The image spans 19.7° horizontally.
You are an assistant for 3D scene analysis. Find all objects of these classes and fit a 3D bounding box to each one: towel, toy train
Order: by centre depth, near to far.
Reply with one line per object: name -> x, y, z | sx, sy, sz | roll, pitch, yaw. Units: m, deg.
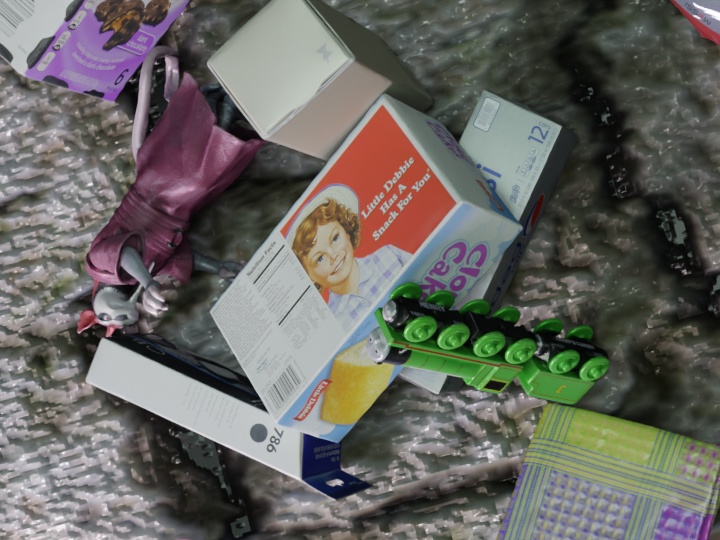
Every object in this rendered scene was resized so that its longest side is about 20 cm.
toy train -> 0.083, 0.052, 1.362 | 0.056, 0.199, 0.042 | -50, 46, 29
towel -> 0.158, 0.199, 1.394 | 0.142, 0.023, 0.202 | 14, 80, 20

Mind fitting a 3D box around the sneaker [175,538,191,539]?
sneaker -> -0.172, 0.282, 1.464 | 0.079, 0.095, 0.201 | 29, 97, 12

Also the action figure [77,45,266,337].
action figure -> -0.147, -0.043, 1.449 | 0.149, 0.134, 0.201 | 37, 95, 14

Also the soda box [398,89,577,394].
soda box -> 0.076, -0.018, 1.421 | 0.063, 0.068, 0.201 | 26, 95, 15

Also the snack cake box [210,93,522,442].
snack cake box -> 0.000, 0.000, 1.378 | 0.200, 0.067, 0.115 | -50, 47, 18

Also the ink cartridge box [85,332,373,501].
ink cartridge box -> -0.084, 0.099, 1.444 | 0.199, 0.099, 0.039 | 25, 96, 13

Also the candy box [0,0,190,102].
candy box -> -0.166, -0.224, 1.441 | 0.071, 0.168, 0.200 | 41, 98, 12

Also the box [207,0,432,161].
box -> -0.023, -0.124, 1.383 | 0.082, 0.200, 0.069 | -41, 76, 9

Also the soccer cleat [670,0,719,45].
soccer cleat -> 0.269, -0.171, 1.386 | 0.199, 0.068, 0.073 | 36, 121, 9
